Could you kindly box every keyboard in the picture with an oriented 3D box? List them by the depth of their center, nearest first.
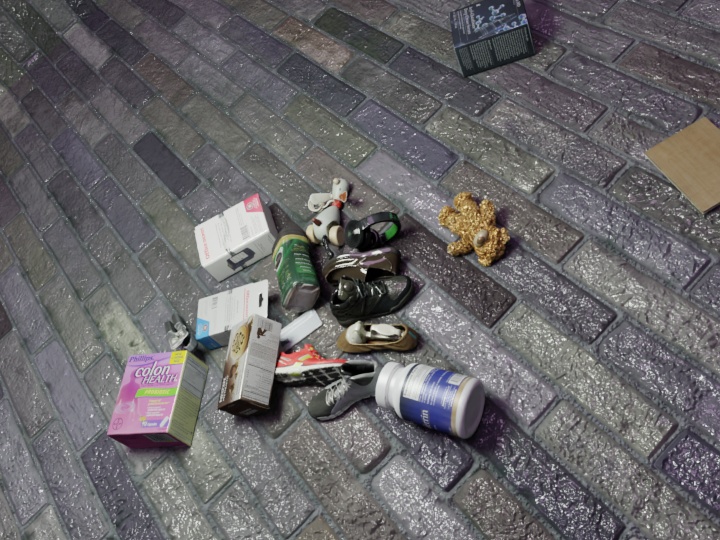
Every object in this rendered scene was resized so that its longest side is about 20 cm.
[{"bbox_3d":[-0.180,0.165,1.684,0.199,0.011,0.057,-36,56,1],"label":"keyboard"}]

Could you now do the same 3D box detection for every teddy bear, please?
[{"bbox_3d":[0.249,-0.101,1.608,0.143,0.067,0.202,-24,51,13],"label":"teddy bear"}]

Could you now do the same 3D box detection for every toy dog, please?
[{"bbox_3d":[-0.085,-0.155,1.788,0.130,0.097,0.202,-18,53,14],"label":"toy dog"}]

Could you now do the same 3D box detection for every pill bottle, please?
[{"bbox_3d":[0.135,0.249,1.405,0.197,0.116,0.117,11,64,32],"label":"pill bottle"}]

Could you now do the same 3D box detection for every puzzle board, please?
[{"bbox_3d":[0.718,-0.221,1.490,0.149,0.017,0.201,-30,52,4],"label":"puzzle board"}]

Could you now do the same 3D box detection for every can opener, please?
[{"bbox_3d":[-0.443,0.161,1.758,0.053,0.067,0.200,-44,19,-7],"label":"can opener"}]

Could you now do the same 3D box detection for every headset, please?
[{"bbox_3d":[-0.001,-0.087,1.685,0.198,0.123,0.095,-30,64,16],"label":"headset"}]

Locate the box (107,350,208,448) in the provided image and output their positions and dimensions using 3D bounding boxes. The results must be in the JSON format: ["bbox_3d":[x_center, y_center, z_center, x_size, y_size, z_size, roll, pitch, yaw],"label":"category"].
[{"bbox_3d":[-0.475,0.304,1.679,0.173,0.097,0.203,-7,56,22],"label":"box"}]

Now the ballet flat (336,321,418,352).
[{"bbox_3d":[0.028,0.141,1.555,0.197,0.073,0.069,0,59,26],"label":"ballet flat"}]

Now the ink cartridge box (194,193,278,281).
[{"bbox_3d":[-0.322,-0.086,1.867,0.198,0.085,0.146,-28,51,6],"label":"ink cartridge box"}]

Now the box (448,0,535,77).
[{"bbox_3d":[0.345,-0.625,1.878,0.197,0.107,0.150,-14,53,16],"label":"box"}]

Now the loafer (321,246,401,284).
[{"bbox_3d":[0.000,0.000,1.659,0.197,0.073,0.072,-15,55,19],"label":"loafer"}]

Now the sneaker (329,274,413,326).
[{"bbox_3d":[0.019,0.051,1.594,0.197,0.115,0.077,-20,54,10],"label":"sneaker"}]

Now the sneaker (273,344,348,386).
[{"bbox_3d":[-0.109,0.203,1.583,0.197,0.077,0.086,-4,52,23],"label":"sneaker"}]

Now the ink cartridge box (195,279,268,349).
[{"bbox_3d":[-0.298,0.108,1.739,0.197,0.067,0.117,-16,53,17],"label":"ink cartridge box"}]

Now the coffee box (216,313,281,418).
[{"bbox_3d":[-0.249,0.216,1.604,0.112,0.079,0.203,-28,48,47],"label":"coffee box"}]

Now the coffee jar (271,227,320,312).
[{"bbox_3d":[-0.158,-0.005,1.717,0.105,0.084,0.202,-60,34,38],"label":"coffee jar"}]

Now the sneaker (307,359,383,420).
[{"bbox_3d":[-0.040,0.238,1.497,0.198,0.116,0.076,-27,51,7],"label":"sneaker"}]
